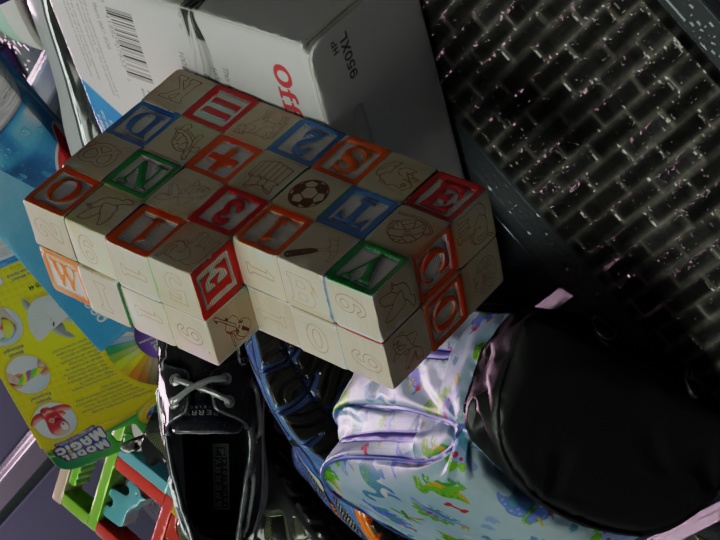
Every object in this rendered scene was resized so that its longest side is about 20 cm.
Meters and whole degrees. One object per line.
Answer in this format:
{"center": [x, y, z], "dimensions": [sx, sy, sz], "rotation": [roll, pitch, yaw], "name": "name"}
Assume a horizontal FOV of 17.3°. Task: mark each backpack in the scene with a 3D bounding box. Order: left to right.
{"center": [0.068, 0.081, 1.228], "dimensions": [0.163, 0.155, 0.200], "rotation": [27, 180, -33], "name": "backpack"}

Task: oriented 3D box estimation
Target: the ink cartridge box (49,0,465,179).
{"center": [-0.055, -0.100, 1.226], "dimensions": [0.199, 0.084, 0.145], "rotation": [21, 142, 39], "name": "ink cartridge box"}

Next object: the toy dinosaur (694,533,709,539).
{"center": [0.176, 0.171, 1.221], "dimensions": [0.199, 0.061, 0.106], "rotation": [13, 172, 7], "name": "toy dinosaur"}

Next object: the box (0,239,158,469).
{"center": [-0.188, 0.031, 1.546], "dimensions": [0.048, 0.117, 0.201], "rotation": [-90, -23, -64], "name": "box"}

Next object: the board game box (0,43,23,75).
{"center": [-0.230, -0.062, 1.578], "dimensions": [0.120, 0.032, 0.201], "rotation": [5, 129, 46], "name": "board game box"}

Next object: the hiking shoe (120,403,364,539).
{"center": [-0.065, 0.155, 1.526], "dimensions": [0.200, 0.076, 0.101], "rotation": [48, 121, 13], "name": "hiking shoe"}

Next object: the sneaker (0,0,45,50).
{"center": [-0.242, -0.216, 1.353], "dimensions": [0.118, 0.074, 0.201], "rotation": [16, 140, 36], "name": "sneaker"}

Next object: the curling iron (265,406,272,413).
{"center": [-0.096, 0.008, 1.475], "dimensions": [0.049, 0.026, 0.201], "rotation": [-1, 124, 58], "name": "curling iron"}

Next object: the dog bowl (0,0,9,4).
{"center": [-0.225, -0.228, 1.189], "dimensions": [0.200, 0.200, 0.079], "rotation": [42, 153, 12], "name": "dog bowl"}

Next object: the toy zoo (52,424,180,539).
{"center": [-0.126, 0.152, 1.619], "dimensions": [0.200, 0.020, 0.132], "rotation": [35, 118, 32], "name": "toy zoo"}

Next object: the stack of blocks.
{"center": [-0.047, -0.015, 1.117], "dimensions": [0.199, 0.115, 0.059], "rotation": [22, 142, 35], "name": "stack of blocks"}

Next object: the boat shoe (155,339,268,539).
{"center": [-0.092, 0.079, 1.428], "dimensions": [0.071, 0.068, 0.202], "rotation": [1, 106, 5], "name": "boat shoe"}

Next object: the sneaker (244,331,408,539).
{"center": [-0.021, 0.095, 1.431], "dimensions": [0.078, 0.075, 0.201], "rotation": [6, 129, 55], "name": "sneaker"}

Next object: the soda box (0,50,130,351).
{"center": [-0.197, -0.052, 1.440], "dimensions": [0.200, 0.068, 0.064], "rotation": [51, -175, -22], "name": "soda box"}

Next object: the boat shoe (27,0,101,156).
{"center": [-0.136, -0.101, 1.359], "dimensions": [0.056, 0.069, 0.201], "rotation": [15, 134, 45], "name": "boat shoe"}
